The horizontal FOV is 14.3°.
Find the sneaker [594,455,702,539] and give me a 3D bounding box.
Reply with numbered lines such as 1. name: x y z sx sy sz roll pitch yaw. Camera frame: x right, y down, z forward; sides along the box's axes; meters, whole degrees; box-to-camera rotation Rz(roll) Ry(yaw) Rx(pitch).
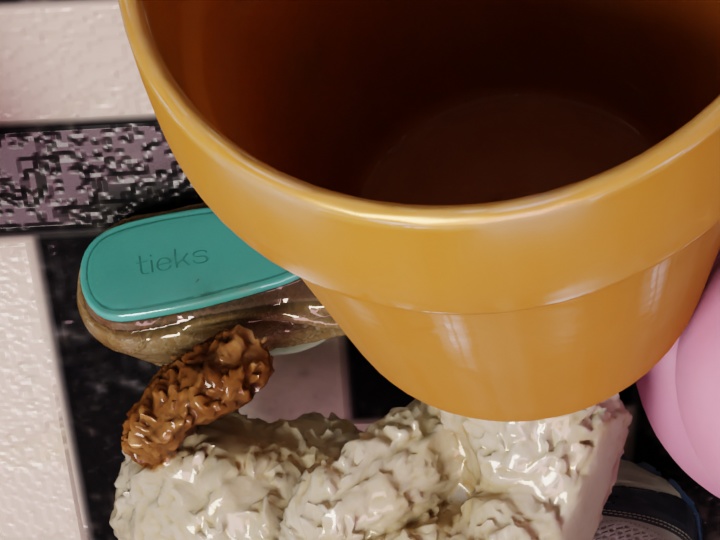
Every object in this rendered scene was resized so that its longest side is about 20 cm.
1. sneaker: 0.038 0.129 1.134 0.199 0.086 0.077 -9 137 6

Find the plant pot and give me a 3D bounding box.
1. plant pot: 0.041 -0.052 0.873 0.199 0.201 0.184 -7 148 5

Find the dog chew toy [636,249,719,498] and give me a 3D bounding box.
1. dog chew toy: 0.156 0.032 0.952 0.124 0.200 0.125 0 97 0

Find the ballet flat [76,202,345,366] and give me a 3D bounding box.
1. ballet flat: 0.000 0.000 1.015 0.199 0.068 0.072 -14 152 10

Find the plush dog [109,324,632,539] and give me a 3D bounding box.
1. plush dog: -0.010 0.108 0.997 0.171 0.161 0.201 19 138 25
